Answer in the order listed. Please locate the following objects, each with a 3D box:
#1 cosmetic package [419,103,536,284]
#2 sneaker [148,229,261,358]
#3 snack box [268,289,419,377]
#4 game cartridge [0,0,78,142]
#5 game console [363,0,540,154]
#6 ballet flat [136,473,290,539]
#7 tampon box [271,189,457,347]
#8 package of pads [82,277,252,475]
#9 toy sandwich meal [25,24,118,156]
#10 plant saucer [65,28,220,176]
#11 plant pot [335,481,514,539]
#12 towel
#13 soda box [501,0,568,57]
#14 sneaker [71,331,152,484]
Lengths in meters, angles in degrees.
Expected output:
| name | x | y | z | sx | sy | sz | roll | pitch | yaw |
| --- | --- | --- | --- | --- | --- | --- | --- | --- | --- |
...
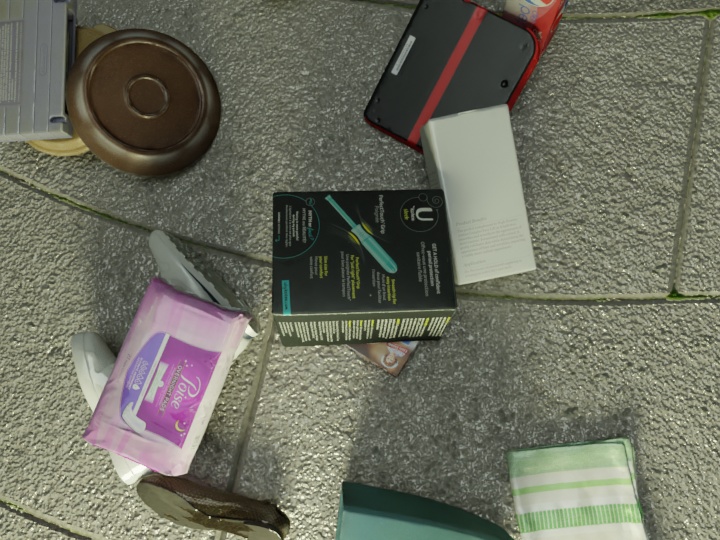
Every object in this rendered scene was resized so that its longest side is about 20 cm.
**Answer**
| name | x | y | z | sx | sy | sz | roll | pitch | yaw |
| --- | --- | --- | --- | --- | --- | --- | --- | --- | --- |
| cosmetic package | 0.143 | -0.090 | 0.732 | 0.101 | 0.074 | 0.202 | -11 | 93 | -3 |
| sneaker | -0.220 | 0.032 | 0.773 | 0.080 | 0.076 | 0.200 | -43 | 78 | 6 |
| snack box | -0.018 | 0.054 | 0.771 | 0.199 | 0.024 | 0.072 | 32 | 81 | 10 |
| game cartridge | -0.448 | -0.274 | 0.799 | 0.129 | 0.038 | 0.202 | -2 | 84 | 11 |
| game console | 0.120 | -0.251 | 0.789 | 0.176 | 0.031 | 0.201 | 31 | 101 | 14 |
| ballet flat | -0.180 | 0.289 | 0.735 | 0.198 | 0.068 | 0.046 | 12 | 36 | 10 |
| tampon box | 0.000 | 0.000 | 0.706 | 0.198 | 0.126 | 0.151 | -1 | 68 | -3 |
| package of pads | -0.218 | 0.119 | 0.689 | 0.120 | 0.076 | 0.201 | 21 | 83 | 2 |
| toy sandwich meal | -0.397 | -0.254 | 0.842 | 0.203 | 0.070 | 0.207 | -1 | 84 | 7 |
| plant saucer | -0.286 | -0.229 | 0.798 | 0.199 | 0.032 | 0.202 | 1 | 88 | -21 |
| plant pot | 0.069 | 0.330 | 0.662 | 0.198 | 0.141 | 0.143 | 6 | 81 | -1 |
| towel | 0.264 | 0.308 | 0.702 | 0.151 | 0.023 | 0.202 | -9 | 79 | 4 |
| soda box | 0.223 | -0.347 | 0.733 | 0.070 | 0.200 | 0.064 | 29 | 82 | 10 |
| sneaker | -0.279 | 0.152 | 0.758 | 0.115 | 0.074 | 0.201 | -25 | 87 | -2 |
